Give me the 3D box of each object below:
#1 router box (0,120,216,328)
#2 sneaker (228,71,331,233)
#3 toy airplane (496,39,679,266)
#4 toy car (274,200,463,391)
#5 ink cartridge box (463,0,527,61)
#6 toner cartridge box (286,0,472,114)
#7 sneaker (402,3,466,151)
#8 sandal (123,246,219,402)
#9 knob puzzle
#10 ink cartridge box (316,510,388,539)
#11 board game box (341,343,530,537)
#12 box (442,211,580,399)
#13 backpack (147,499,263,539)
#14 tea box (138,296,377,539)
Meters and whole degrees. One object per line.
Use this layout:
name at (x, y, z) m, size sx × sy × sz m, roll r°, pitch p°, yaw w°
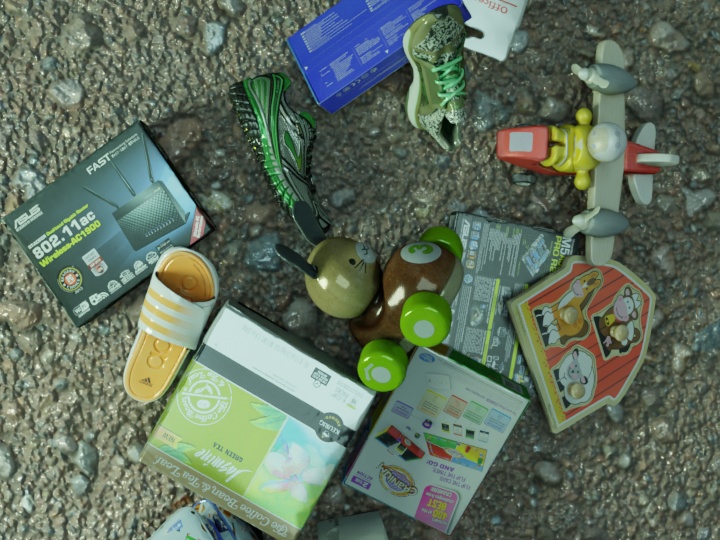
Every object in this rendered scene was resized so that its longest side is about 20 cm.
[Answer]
router box at (-0.287, -0.053, 1.157) m, size 0.199 × 0.062 × 0.151 m, roll -36°, pitch 94°, yaw -3°
sneaker at (-0.079, -0.137, 1.167) m, size 0.084 × 0.078 × 0.203 m, roll -24°, pitch 94°, yaw -5°
toy airplane at (0.283, -0.137, 1.170) m, size 0.198 × 0.141 × 0.201 m, roll -40°, pitch 92°, yaw -7°
toy car at (0.000, 0.000, 1.109) m, size 0.199 × 0.165 × 0.158 m, roll 35°, pitch 123°, yaw -11°
ink cartridge box at (0.148, -0.355, 1.186) m, size 0.114 × 0.068 × 0.203 m, roll 19°, pitch 90°, yaw -3°
toner cartridge box at (0.020, -0.277, 1.146) m, size 0.198 × 0.043 × 0.096 m, roll -31°, pitch 71°, yaw 15°
sneaker at (0.099, -0.210, 1.119) m, size 0.076 × 0.201 × 0.089 m, roll -25°, pitch 61°, yaw -10°
sandal at (-0.218, 0.076, 1.139) m, size 0.078 × 0.059 × 0.209 m, roll 18°, pitch 112°, yaw -13°
knob puzzle at (0.286, 0.074, 1.207) m, size 0.216 × 0.030 × 0.224 m, roll -3°, pitch 96°, yaw -25°
ink cartridge box at (0.006, 0.400, 1.160) m, size 0.082 × 0.146 × 0.204 m, roll -10°, pitch 93°, yaw -4°
board game box at (0.087, 0.196, 1.187) m, size 0.151 × 0.040 × 0.202 m, roll 27°, pitch 105°, yaw -6°
box at (0.171, 0.042, 1.216) m, size 0.157 × 0.044 × 0.204 m, roll 10°, pitch 91°, yaw -7°
backpack at (-0.171, 0.372, 1.111) m, size 0.201 × 0.154 × 0.190 m, roll -49°, pitch 54°, yaw -2°
tea box at (-0.116, 0.167, 1.146) m, size 0.198 × 0.134 × 0.199 m, roll 29°, pitch 90°, yaw -6°
